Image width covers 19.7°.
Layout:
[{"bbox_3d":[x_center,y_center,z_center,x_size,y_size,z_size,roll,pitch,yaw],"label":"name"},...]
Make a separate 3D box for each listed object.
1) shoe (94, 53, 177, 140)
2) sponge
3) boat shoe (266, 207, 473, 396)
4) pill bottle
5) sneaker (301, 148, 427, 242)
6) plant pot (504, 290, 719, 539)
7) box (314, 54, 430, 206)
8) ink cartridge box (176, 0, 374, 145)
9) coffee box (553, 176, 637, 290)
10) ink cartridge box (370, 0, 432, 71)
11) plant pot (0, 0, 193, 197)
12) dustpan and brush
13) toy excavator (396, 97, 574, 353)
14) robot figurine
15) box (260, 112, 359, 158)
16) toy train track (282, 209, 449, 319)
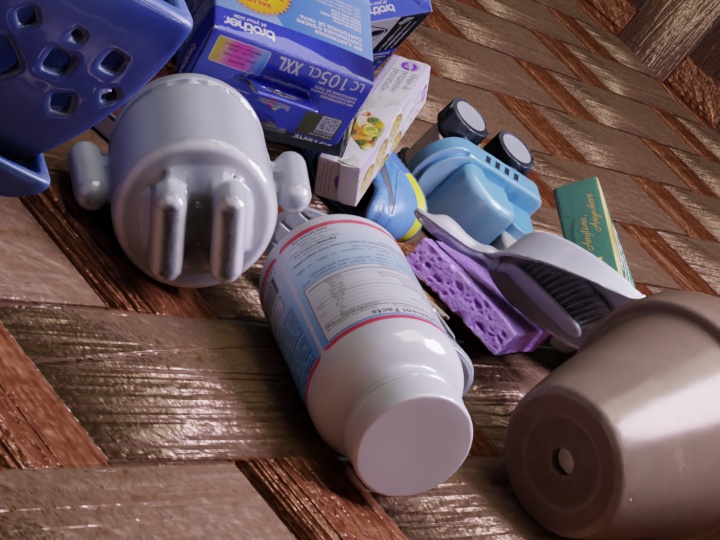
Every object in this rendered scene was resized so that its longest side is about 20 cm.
[{"bbox_3d":[-0.158,-0.140,1.572,0.200,0.091,0.072,38,17,-6],"label":"shoe"},{"bbox_3d":[0.102,0.023,1.768,0.112,0.030,0.200,45,8,11],"label":"sponge"},{"bbox_3d":[0.002,0.026,1.563,0.200,0.072,0.071,46,6,-17],"label":"boat shoe"},{"bbox_3d":[0.006,0.057,1.402,0.108,0.109,0.201,28,21,-34],"label":"pill bottle"},{"bbox_3d":[-0.018,-0.104,1.821,0.078,0.066,0.201,14,31,-47],"label":"sneaker"},{"bbox_3d":[0.201,0.125,1.558,0.174,0.201,0.200,-12,51,-44],"label":"plant pot"},{"bbox_3d":[0.012,-0.122,1.778,0.038,0.042,0.200,17,34,11],"label":"box"},{"bbox_3d":[-0.064,-0.182,1.566,0.135,0.077,0.201,17,46,-21],"label":"ink cartridge box"},{"bbox_3d":[0.223,0.026,1.845,0.201,0.044,0.124,63,16,-48],"label":"coffee box"},{"bbox_3d":[-0.011,-0.209,1.807,0.200,0.093,0.045,146,-68,-74],"label":"ink cartridge box"},{"bbox_3d":[-0.248,-0.175,1.324,0.199,0.180,0.201,28,22,-34],"label":"plant pot"},{"bbox_3d":[0.133,0.000,1.705,0.200,0.057,0.140,42,-20,9],"label":"dustpan and brush"},{"bbox_3d":[0.128,-0.032,1.937,0.194,0.100,0.201,30,34,-31],"label":"toy excavator"},{"bbox_3d":[-0.118,-0.064,1.435,0.168,0.114,0.200,5,27,-10],"label":"robot figurine"},{"bbox_3d":[-0.097,-0.155,1.683,0.198,0.046,0.159,13,19,0],"label":"box"},{"bbox_3d":[0.000,0.000,1.637,0.200,0.033,0.115,34,8,-48],"label":"toy train track"}]
